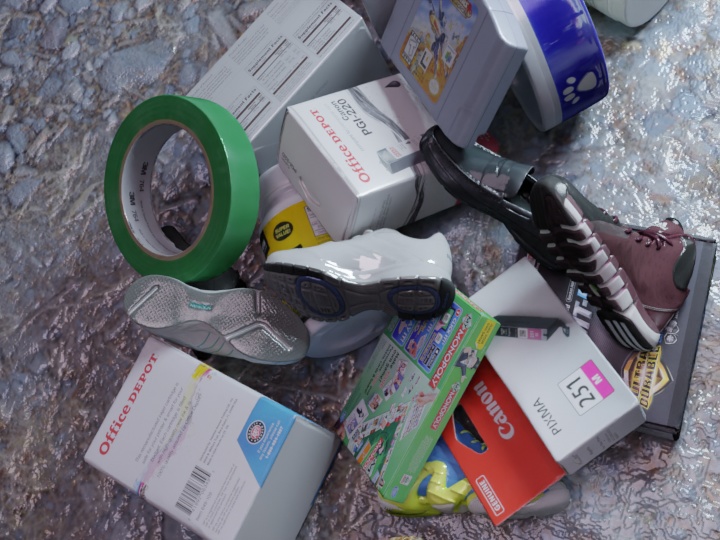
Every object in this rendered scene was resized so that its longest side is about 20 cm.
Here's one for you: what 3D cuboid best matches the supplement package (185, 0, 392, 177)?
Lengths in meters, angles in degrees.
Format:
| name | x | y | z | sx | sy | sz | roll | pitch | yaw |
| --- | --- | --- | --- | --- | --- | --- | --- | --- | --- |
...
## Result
| name | x | y | z | sx | sy | sz | roll | pitch | yaw |
| --- | --- | --- | --- | --- | --- | --- | --- | --- | --- |
| supplement package | -0.077 | -0.209 | 1.120 | 0.200 | 0.156 | 0.111 | -47 | 66 | -1 |

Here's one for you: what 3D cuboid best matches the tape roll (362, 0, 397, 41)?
| name | x | y | z | sx | sy | sz | roll | pitch | yaw |
| --- | --- | --- | --- | --- | --- | --- | --- | --- | --- |
| tape roll | 0.030 | -0.361 | 1.112 | 0.065 | 0.200 | 0.203 | -18 | 67 | 13 |

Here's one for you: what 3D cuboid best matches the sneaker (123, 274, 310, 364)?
| name | x | y | z | sx | sy | sz | roll | pitch | yaw |
| --- | --- | --- | --- | --- | --- | --- | --- | --- | --- |
| sneaker | -0.145 | 0.055 | 1.007 | 0.197 | 0.080 | 0.071 | 14 | 70 | 8 |

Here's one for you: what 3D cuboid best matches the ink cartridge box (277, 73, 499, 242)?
| name | x | y | z | sx | sy | sz | roll | pitch | yaw |
| --- | --- | --- | --- | --- | --- | --- | --- | --- | --- |
| ink cartridge box | 0.028 | -0.128 | 1.042 | 0.198 | 0.085 | 0.146 | -23 | 61 | -28 |

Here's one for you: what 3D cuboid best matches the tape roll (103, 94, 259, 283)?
| name | x | y | z | sx | sy | sz | roll | pitch | yaw |
| --- | --- | --- | --- | --- | --- | --- | --- | --- | --- |
| tape roll | -0.199 | -0.088 | 1.049 | 0.198 | 0.048 | 0.204 | 4 | 96 | 35 |

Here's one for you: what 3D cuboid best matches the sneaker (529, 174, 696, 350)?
| name | x | y | z | sx | sy | sz | roll | pitch | yaw |
| --- | --- | --- | --- | --- | --- | --- | --- | --- | --- |
| sneaker | 0.247 | -0.032 | 0.907 | 0.115 | 0.201 | 0.075 | -41 | 20 | -13 |

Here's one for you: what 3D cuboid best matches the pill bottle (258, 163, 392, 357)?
| name | x | y | z | sx | sy | sz | roll | pitch | yaw |
| --- | --- | --- | --- | --- | --- | --- | --- | --- | --- |
| pill bottle | -0.048 | -0.017 | 1.067 | 0.113 | 0.114 | 0.202 | -27 | 65 | 8 |

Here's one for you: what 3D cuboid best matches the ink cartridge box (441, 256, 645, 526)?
| name | x | y | z | sx | sy | sz | roll | pitch | yaw |
| --- | --- | --- | --- | --- | --- | --- | --- | --- | --- |
| ink cartridge box | 0.146 | 0.111 | 0.923 | 0.173 | 0.044 | 0.201 | -36 | 51 | 5 |

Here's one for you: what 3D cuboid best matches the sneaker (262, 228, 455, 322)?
| name | x | y | z | sx | sy | sz | roll | pitch | yaw |
| --- | --- | --- | --- | --- | --- | --- | --- | --- | --- |
| sneaker | 0.000 | 0.000 | 0.962 | 0.196 | 0.075 | 0.088 | 4 | 46 | 10 |

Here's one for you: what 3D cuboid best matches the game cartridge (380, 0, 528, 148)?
| name | x | y | z | sx | sy | sz | roll | pitch | yaw |
| --- | --- | --- | --- | --- | --- | --- | --- | --- | --- |
| game cartridge | 0.089 | -0.235 | 0.961 | 0.201 | 0.041 | 0.134 | 61 | 141 | 40 |

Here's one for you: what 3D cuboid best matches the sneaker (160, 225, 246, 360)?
| name | x | y | z | sx | sy | sz | roll | pitch | yaw |
| --- | --- | --- | --- | --- | --- | --- | --- | --- | --- |
| sneaker | -0.186 | 0.018 | 1.133 | 0.090 | 0.077 | 0.201 | -21 | 53 | -18 |

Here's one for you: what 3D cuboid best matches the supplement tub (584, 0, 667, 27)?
| name | x | y | z | sx | sy | sz | roll | pitch | yaw |
| --- | --- | --- | --- | --- | --- | --- | --- | --- | --- |
| supplement tub | 0.259 | -0.378 | 1.075 | 0.132 | 0.132 | 0.200 | -47 | 65 | -2 |

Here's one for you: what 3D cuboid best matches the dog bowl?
| name | x | y | z | sx | sy | sz | roll | pitch | yaw |
| --- | --- | --- | --- | --- | --- | --- | --- | --- | --- |
| dog bowl | 0.185 | -0.256 | 1.020 | 0.078 | 0.200 | 0.202 | -26 | 65 | 7 |

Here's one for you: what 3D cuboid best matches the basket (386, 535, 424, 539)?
| name | x | y | z | sx | sy | sz | roll | pitch | yaw |
| --- | --- | --- | --- | --- | --- | --- | --- | --- | --- |
| basket | 0.020 | 0.375 | 0.936 | 0.198 | 0.150 | 0.143 | -33 | 31 | 6 |

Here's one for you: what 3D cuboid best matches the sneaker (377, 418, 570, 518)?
| name | x | y | z | sx | sy | sz | roll | pitch | yaw |
| --- | --- | --- | --- | --- | --- | --- | --- | --- | --- |
| sneaker | 0.110 | 0.192 | 0.960 | 0.196 | 0.076 | 0.107 | -4 | 70 | 19 |

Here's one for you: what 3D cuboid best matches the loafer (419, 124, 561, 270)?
| name | x | y | z | sx | sy | sz | roll | pitch | yaw |
| --- | --- | --- | --- | --- | --- | --- | --- | --- | --- |
| loafer | 0.148 | -0.085 | 0.960 | 0.200 | 0.071 | 0.068 | 39 | 49 | 3 |

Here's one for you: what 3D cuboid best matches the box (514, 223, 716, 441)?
| name | x | y | z | sx | sy | sz | roll | pitch | yaw |
| --- | --- | --- | --- | --- | --- | --- | --- | --- | --- |
| box | 0.245 | 0.051 | 0.978 | 0.195 | 0.050 | 0.203 | 12 | 75 | 22 |

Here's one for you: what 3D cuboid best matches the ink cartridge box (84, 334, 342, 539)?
| name | x | y | z | sx | sy | sz | roll | pitch | yaw |
| --- | --- | --- | --- | --- | --- | --- | --- | --- | --- |
| ink cartridge box | -0.152 | 0.189 | 1.013 | 0.198 | 0.146 | 0.148 | 24 | 80 | 25 |

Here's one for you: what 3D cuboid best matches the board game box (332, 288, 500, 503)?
| name | x | y | z | sx | sy | sz | roll | pitch | yaw |
| --- | --- | --- | --- | --- | --- | --- | --- | --- | --- |
| board game box | 0.051 | 0.110 | 0.966 | 0.202 | 0.029 | 0.135 | -62 | 32 | 9 |
